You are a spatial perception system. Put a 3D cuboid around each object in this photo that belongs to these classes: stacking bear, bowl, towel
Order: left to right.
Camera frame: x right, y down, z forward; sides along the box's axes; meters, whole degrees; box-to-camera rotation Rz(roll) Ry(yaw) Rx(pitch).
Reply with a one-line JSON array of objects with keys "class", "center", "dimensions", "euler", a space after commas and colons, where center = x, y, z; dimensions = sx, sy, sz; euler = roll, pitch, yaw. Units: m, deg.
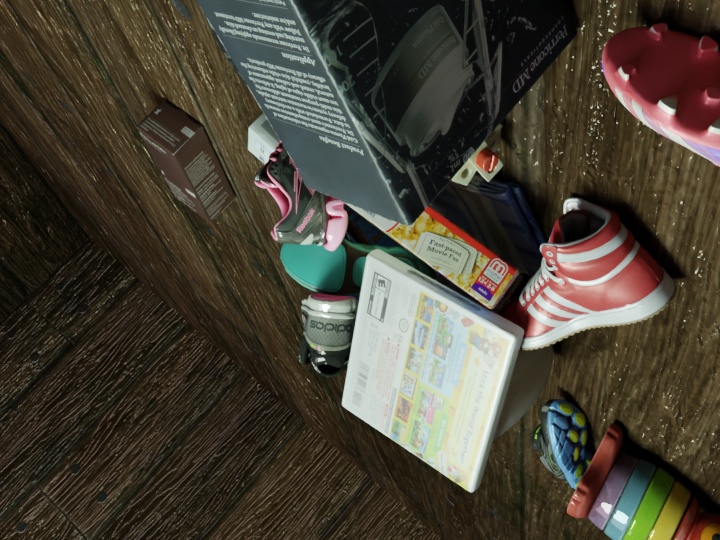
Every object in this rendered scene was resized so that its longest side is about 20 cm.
[{"class": "bowl", "center": [0.121, 0.078, 1.030], "dimensions": [0.199, 0.199, 0.075], "euler": [36, 128, 18]}, {"class": "towel", "center": [0.116, -0.055, 0.964], "dimensions": [0.199, 0.024, 0.148], "euler": [24, 155, 49]}, {"class": "stacking bear", "center": [0.364, 0.298, 1.099], "dimensions": [0.198, 0.122, 0.114], "euler": [28, 157, 21]}]

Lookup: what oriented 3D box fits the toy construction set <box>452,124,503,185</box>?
[{"class": "toy construction set", "center": [0.035, -0.140, 0.824], "dimensions": [0.199, 0.092, 0.132], "euler": [31, 160, 36]}]

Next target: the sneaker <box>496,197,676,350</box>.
[{"class": "sneaker", "center": [0.176, 0.004, 0.830], "dimensions": [0.113, 0.072, 0.198], "euler": [48, 140, -17]}]

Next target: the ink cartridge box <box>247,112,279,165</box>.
[{"class": "ink cartridge box", "center": [-0.086, -0.116, 1.242], "dimensions": [0.160, 0.047, 0.200], "euler": [42, 161, 5]}]

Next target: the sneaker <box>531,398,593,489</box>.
[{"class": "sneaker", "center": [0.264, 0.234, 1.225], "dimensions": [0.082, 0.071, 0.201], "euler": [25, 158, 32]}]

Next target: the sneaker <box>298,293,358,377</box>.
[{"class": "sneaker", "center": [-0.038, 0.078, 1.051], "dimensions": [0.072, 0.089, 0.200], "euler": [8, 173, -3]}]

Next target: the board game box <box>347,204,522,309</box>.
[{"class": "board game box", "center": [0.068, -0.036, 0.909], "dimensions": [0.199, 0.047, 0.151], "euler": [36, -175, 11]}]

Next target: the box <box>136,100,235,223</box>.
[{"class": "box", "center": [-0.290, -0.179, 1.525], "dimensions": [0.100, 0.075, 0.201], "euler": [35, 159, 27]}]

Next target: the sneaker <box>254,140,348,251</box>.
[{"class": "sneaker", "center": [-0.070, -0.120, 0.983], "dimensions": [0.079, 0.093, 0.204], "euler": [132, 133, -74]}]

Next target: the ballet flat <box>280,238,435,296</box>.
[{"class": "ballet flat", "center": [0.000, 0.000, 1.022], "dimensions": [0.197, 0.069, 0.070], "euler": [10, 180, 35]}]

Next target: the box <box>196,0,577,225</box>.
[{"class": "box", "center": [0.018, -0.178, 0.586], "dimensions": [0.123, 0.200, 0.198], "euler": [25, 156, 42]}]

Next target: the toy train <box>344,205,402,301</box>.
[{"class": "toy train", "center": [0.002, -0.033, 1.119], "dimensions": [0.201, 0.114, 0.087], "euler": [51, 180, -27]}]

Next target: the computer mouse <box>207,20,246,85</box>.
[{"class": "computer mouse", "center": [-0.166, -0.296, 1.041], "dimensions": [0.201, 0.034, 0.059], "euler": [57, 176, -22]}]

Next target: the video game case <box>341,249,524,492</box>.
[{"class": "video game case", "center": [0.066, 0.103, 0.932], "dimensions": [0.180, 0.023, 0.203], "euler": [29, 126, 28]}]

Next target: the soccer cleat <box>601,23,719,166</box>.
[{"class": "soccer cleat", "center": [0.234, -0.082, 0.561], "dimensions": [0.198, 0.067, 0.077], "euler": [34, 166, 21]}]
